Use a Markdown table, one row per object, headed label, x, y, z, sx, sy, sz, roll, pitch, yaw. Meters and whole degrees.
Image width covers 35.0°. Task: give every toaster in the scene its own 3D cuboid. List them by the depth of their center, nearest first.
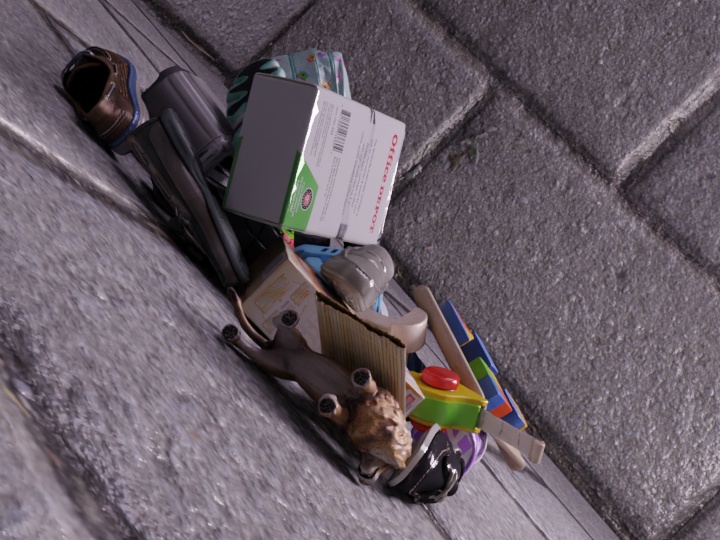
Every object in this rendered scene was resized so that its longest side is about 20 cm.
| label | x | y | z | sx | sy | sz | roll | pitch | yaw |
| --- | --- | --- | --- | --- | --- | --- | --- | --- | --- |
| toaster | -0.201 | -0.156 | 1.376 | 0.129 | 0.113 | 0.200 | 50 | 3 | 15 |

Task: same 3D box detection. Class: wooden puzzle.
| label | x | y | z | sx | sy | sz | roll | pitch | yaw |
| --- | --- | --- | --- | --- | --- | --- | --- | --- | --- |
| wooden puzzle | 0.140 | 0.125 | 1.357 | 0.186 | 0.046 | 0.200 | 64 | 5 | 36 |

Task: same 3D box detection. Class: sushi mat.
| label | x | y | z | sx | sy | sz | roll | pitch | yaw |
| --- | --- | --- | --- | --- | --- | --- | --- | --- | --- |
| sushi mat | 0.002 | 0.098 | 1.028 | 0.095 | 0.012 | 0.201 | 29 | -29 | 20 |

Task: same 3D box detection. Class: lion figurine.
| label | x | y | z | sx | sy | sz | roll | pitch | yaw |
| --- | --- | --- | --- | --- | --- | --- | --- | --- | --- |
| lion figurine | -0.036 | 0.095 | 0.995 | 0.200 | 0.072 | 0.123 | 44 | -6 | 22 |

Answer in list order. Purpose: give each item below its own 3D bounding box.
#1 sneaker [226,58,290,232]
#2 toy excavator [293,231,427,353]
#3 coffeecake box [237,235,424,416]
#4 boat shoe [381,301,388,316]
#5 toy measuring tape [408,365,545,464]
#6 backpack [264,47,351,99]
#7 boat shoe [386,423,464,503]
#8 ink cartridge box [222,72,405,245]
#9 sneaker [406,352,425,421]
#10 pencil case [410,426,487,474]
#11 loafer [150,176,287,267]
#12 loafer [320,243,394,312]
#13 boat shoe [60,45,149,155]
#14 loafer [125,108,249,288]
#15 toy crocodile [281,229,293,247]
| label | x | y | z | sx | sy | sz | roll | pitch | yaw |
| --- | --- | --- | --- | --- | --- | --- | --- | --- | --- |
| sneaker | -0.098 | -0.138 | 1.341 | 0.140 | 0.077 | 0.202 | 53 | 31 | -55 |
| toy excavator | -0.010 | 0.034 | 1.375 | 0.192 | 0.101 | 0.200 | 7 | 25 | 6 |
| coffeecake box | -0.035 | 0.069 | 1.192 | 0.200 | 0.073 | 0.154 | 46 | 2 | -12 |
| boat shoe | -0.038 | 0.020 | 1.645 | 0.200 | 0.072 | 0.068 | 47 | 2 | 35 |
| toy measuring tape | 0.102 | 0.152 | 1.198 | 0.199 | 0.074 | 0.074 | 28 | -10 | 46 |
| backpack | -0.068 | -0.187 | 1.474 | 0.167 | 0.125 | 0.202 | -114 | -166 | -55 |
| boat shoe | 0.070 | 0.198 | 1.118 | 0.060 | 0.074 | 0.200 | 42 | -5 | 10 |
| ink cartridge box | -0.044 | -0.112 | 1.219 | 0.083 | 0.147 | 0.199 | 16 | 2 | 29 |
| sneaker | 0.059 | 0.136 | 1.405 | 0.089 | 0.079 | 0.200 | 44 | 4 | 3 |
| pencil case | 0.107 | 0.205 | 1.341 | 0.200 | 0.083 | 0.086 | 17 | 68 | -77 |
| loafer | -0.154 | -0.061 | 1.273 | 0.200 | 0.072 | 0.063 | 41 | 3 | -35 |
| loafer | 0.000 | 0.000 | 1.218 | 0.070 | 0.070 | 0.200 | 47 | 0 | -4 |
| boat shoe | -0.286 | -0.206 | 1.254 | 0.072 | 0.072 | 0.200 | 41 | 7 | -40 |
| loafer | -0.176 | -0.066 | 1.163 | 0.072 | 0.062 | 0.201 | 65 | -1 | -77 |
| toy crocodile | -0.118 | -0.048 | 1.523 | 0.062 | 0.067 | 0.200 | 55 | 8 | 17 |
